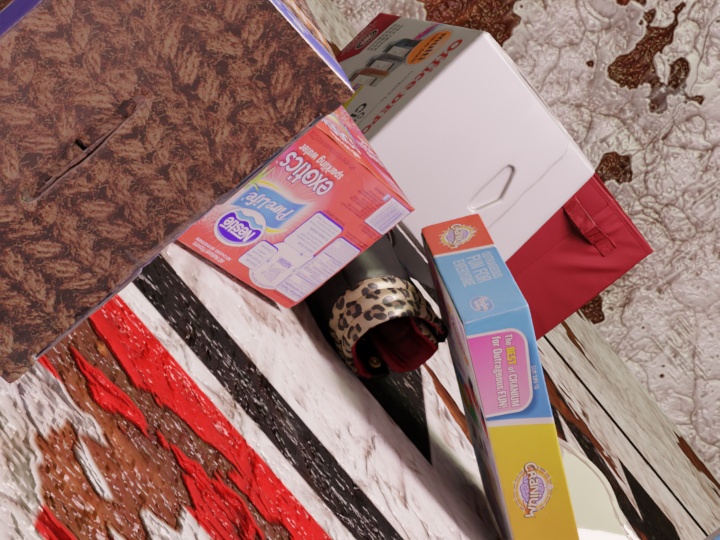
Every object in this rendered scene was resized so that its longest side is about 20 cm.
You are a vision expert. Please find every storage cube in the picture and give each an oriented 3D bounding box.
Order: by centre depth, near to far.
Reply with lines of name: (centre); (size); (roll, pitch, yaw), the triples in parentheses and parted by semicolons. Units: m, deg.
storage cube: (0.157, -0.057, 2.018); (0.171, 0.180, 0.200); (46, 11, -34)

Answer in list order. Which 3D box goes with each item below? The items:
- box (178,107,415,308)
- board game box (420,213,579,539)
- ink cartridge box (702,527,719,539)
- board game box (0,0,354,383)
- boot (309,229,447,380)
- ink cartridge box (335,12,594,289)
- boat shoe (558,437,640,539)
box: (-0.066, -0.066, 1.106); (0.095, 0.103, 0.200); (55, 10, 28)
board game box: (0.090, 0.084, 1.240); (0.153, 0.040, 0.200); (-109, -176, -66)
ink cartridge box: (0.388, 0.327, 1.843); (0.200, 0.115, 0.068); (52, 8, 7)
board game box: (-0.111, -0.085, 0.732); (0.097, 0.159, 0.200); (46, 9, -30)
boot: (0.000, 0.000, 1.284); (0.151, 0.073, 0.200); (60, 4, 24)
ink cartridge box: (0.047, -0.090, 1.492); (0.145, 0.145, 0.200); (49, -10, -23)
boat shoe: (0.163, 0.201, 1.426); (0.200, 0.073, 0.063); (48, -36, 12)
